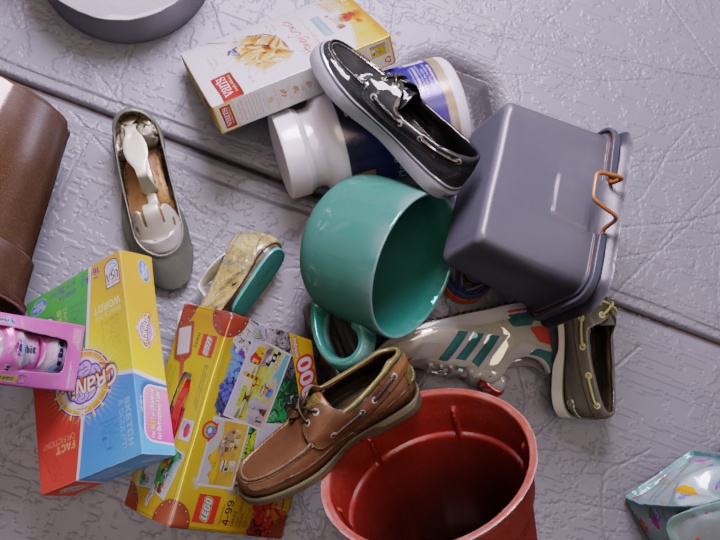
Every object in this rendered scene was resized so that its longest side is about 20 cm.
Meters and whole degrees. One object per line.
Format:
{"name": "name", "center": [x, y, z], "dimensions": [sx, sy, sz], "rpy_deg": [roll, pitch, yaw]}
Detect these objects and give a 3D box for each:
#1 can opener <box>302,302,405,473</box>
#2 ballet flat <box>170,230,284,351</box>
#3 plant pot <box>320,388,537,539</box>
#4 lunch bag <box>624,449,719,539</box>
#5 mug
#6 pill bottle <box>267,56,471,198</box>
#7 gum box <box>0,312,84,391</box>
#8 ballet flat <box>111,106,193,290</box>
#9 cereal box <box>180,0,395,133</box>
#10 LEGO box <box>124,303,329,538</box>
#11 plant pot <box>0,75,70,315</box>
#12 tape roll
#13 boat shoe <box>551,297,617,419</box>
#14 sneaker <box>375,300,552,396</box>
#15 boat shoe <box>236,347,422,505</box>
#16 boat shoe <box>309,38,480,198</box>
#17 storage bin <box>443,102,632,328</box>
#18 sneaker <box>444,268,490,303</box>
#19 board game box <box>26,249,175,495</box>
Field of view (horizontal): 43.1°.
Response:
{"name": "can opener", "center": [-0.006, 0.126, 0.976], "dimensions": [0.053, 0.067, 0.200], "rpy_deg": [-21, 72, -5]}
{"name": "ballet flat", "center": [-0.155, 0.043, 0.964], "dimensions": [0.071, 0.071, 0.200], "rpy_deg": [32, 81, -1]}
{"name": "plant pot", "center": [0.085, 0.253, 0.872], "dimensions": [0.200, 0.201, 0.195], "rpy_deg": [-23, 121, -9]}
{"name": "lunch bag", "center": [0.380, 0.281, 0.916], "dimensions": [0.122, 0.200, 0.171], "rpy_deg": [-31, 87, -10]}
{"name": "mug", "center": [0.001, -0.011, 0.917], "dimensions": [0.114, 0.152, 0.185], "rpy_deg": [20, 49, 33]}
{"name": "pill bottle", "center": [0.008, -0.149, 0.977], "dimensions": [0.200, 0.116, 0.116], "rpy_deg": [-17, 84, -7]}
{"name": "gum box", "center": [-0.370, 0.071, 0.862], "dimensions": [0.200, 0.113, 0.066], "rpy_deg": [3, 82, 27]}
{"name": "ballet flat", "center": [-0.226, -0.077, 0.968], "dimensions": [0.067, 0.064, 0.200], "rpy_deg": [-14, 84, -8]}
{"name": "cereal box", "center": [-0.081, -0.227, 0.974], "dimensions": [0.200, 0.040, 0.144], "rpy_deg": [-24, 41, -10]}
{"name": "LEGO box", "center": [-0.125, 0.150, 0.901], "dimensions": [0.149, 0.077, 0.200], "rpy_deg": [24, 78, -46]}
{"name": "plant pot", "center": [-0.390, -0.081, 0.896], "dimensions": [0.200, 0.200, 0.199], "rpy_deg": [18, 73, -3]}
{"name": "tape roll", "center": [-0.261, -0.356, 1.002], "dimensions": [0.200, 0.066, 0.201], "rpy_deg": [1, 82, -7]}
{"name": "boat shoe", "center": [0.248, 0.061, 0.989], "dimensions": [0.060, 0.072, 0.202], "rpy_deg": [0, 85, 39]}
{"name": "sneaker", "center": [0.114, 0.094, 0.977], "dimensions": [0.199, 0.070, 0.094], "rpy_deg": [-12, 78, -10]}
{"name": "boat shoe", "center": [-0.037, 0.139, 0.860], "dimensions": [0.200, 0.072, 0.068], "rpy_deg": [-33, 127, -18]}
{"name": "boat shoe", "center": [0.036, -0.157, 0.880], "dimensions": [0.200, 0.057, 0.069], "rpy_deg": [46, 40, 4]}
{"name": "storage bin", "center": [0.173, -0.065, 0.899], "dimensions": [0.134, 0.146, 0.200], "rpy_deg": [21, 68, -16]}
{"name": "sneaker", "center": [0.159, -0.054, 0.999], "dimensions": [0.075, 0.078, 0.200], "rpy_deg": [27, 80, -3]}
{"name": "board game box", "center": [-0.256, 0.101, 0.885], "dimensions": [0.153, 0.040, 0.200], "rpy_deg": [-26, 65, 30]}
